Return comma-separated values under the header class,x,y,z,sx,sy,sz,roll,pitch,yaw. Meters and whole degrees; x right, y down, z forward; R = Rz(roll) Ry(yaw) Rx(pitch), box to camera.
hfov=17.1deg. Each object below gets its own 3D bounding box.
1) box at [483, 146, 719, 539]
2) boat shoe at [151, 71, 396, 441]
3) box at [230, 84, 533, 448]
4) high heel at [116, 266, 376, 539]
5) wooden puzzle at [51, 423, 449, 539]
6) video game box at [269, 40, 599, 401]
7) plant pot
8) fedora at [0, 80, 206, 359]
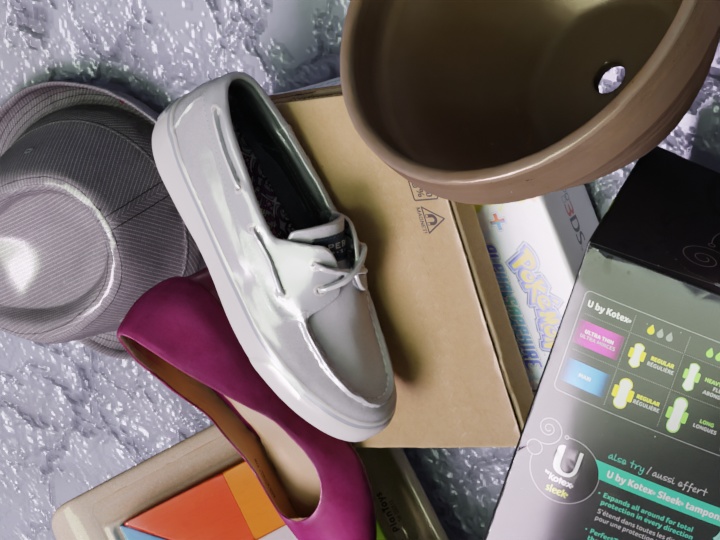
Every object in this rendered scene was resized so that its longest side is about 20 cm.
class,x,y,z,sx,sy,sz,roll,pitch,yaw
box,0.147,0.069,1.131,0.124,0.149,0.201,21,115,10
boat shoe,-0.031,-0.010,1.226,0.068,0.072,0.201,-31,83,46
box,0.000,0.000,1.262,0.163,0.021,0.201,-3,112,41
high heel,-0.063,0.095,1.285,0.067,0.096,0.201,-21,99,46
wooden puzzle,-0.050,0.174,1.355,0.199,0.037,0.186,-28,88,-1
video game box,0.041,-0.013,1.270,0.182,0.047,0.201,-13,105,38
plant pot,0.095,-0.109,1.117,0.200,0.202,0.093,-2,152,37
fedora,-0.175,-0.016,1.399,0.199,0.090,0.178,-13,104,41
